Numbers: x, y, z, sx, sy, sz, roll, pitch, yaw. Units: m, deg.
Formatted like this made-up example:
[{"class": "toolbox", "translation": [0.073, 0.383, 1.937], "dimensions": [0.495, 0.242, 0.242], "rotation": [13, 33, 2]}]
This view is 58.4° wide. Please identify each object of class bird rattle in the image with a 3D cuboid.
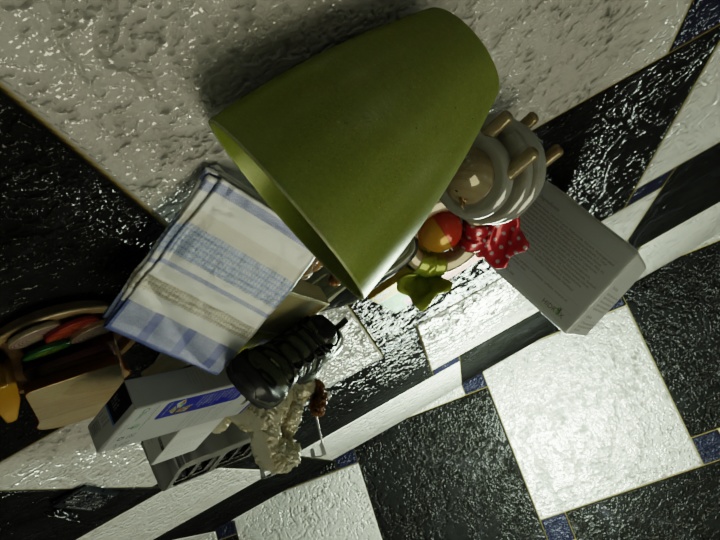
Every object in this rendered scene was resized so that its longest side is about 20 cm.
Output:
[{"class": "bird rattle", "translation": [0.128, -0.041, 0.910], "dimensions": [0.199, 0.113, 0.163], "rotation": [-27, 130, 15]}]

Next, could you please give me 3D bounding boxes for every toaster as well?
[{"class": "toaster", "translation": [-0.272, 0.284, 1.142], "dimensions": [0.180, 0.119, 0.200], "rotation": [-14, 155, -37]}]

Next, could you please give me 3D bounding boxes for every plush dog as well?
[{"class": "plush dog", "translation": [-0.146, 0.197, 1.045], "dimensions": [0.172, 0.199, 0.162], "rotation": [-40, 154, -60]}]

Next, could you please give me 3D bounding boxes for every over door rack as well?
[{"class": "over door rack", "translation": [-0.123, 0.275, 1.216], "dimensions": [0.066, 0.203, 0.147], "rotation": [-5, 179, 42]}]

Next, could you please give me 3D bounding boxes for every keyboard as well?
[{"class": "keyboard", "translation": [-0.577, 0.493, 1.344], "dimensions": [0.103, 0.040, 0.200], "rotation": [-27, 159, -10]}]

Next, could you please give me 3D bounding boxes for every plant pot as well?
[{"class": "plant pot", "translation": [0.012, -0.114, 0.532], "dimensions": [0.200, 0.187, 0.187], "rotation": [-43, 161, -7]}]

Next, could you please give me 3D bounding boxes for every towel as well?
[{"class": "towel", "translation": [-0.145, 0.008, 0.644], "dimensions": [0.146, 0.024, 0.200], "rotation": [31, 108, -31]}]

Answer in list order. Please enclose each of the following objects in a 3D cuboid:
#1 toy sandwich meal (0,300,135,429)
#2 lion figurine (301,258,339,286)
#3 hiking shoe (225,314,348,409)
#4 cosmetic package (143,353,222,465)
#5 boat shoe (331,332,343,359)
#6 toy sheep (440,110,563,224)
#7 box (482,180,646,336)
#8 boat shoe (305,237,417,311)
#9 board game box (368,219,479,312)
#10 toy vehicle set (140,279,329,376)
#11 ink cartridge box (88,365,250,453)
[{"class": "toy sandwich meal", "translation": [-0.329, 0.110, 0.718], "dimensions": [0.204, 0.071, 0.206], "rotation": [-26, 160, -10]}, {"class": "lion figurine", "translation": [-0.016, -0.051, 0.783], "dimensions": [0.199, 0.072, 0.123], "rotation": [-39, 150, -16]}, {"class": "hiking shoe", "translation": [-0.079, 0.090, 0.743], "dimensions": [0.101, 0.076, 0.200], "rotation": [-51, 170, 15]}, {"class": "cosmetic package", "translation": [-0.261, 0.189, 0.943], "dimensions": [0.081, 0.113, 0.200], "rotation": [-11, 152, -41]}, {"class": "boat shoe", "translation": [-0.088, 0.113, 1.044], "dimensions": [0.199, 0.074, 0.067], "rotation": [-4, 149, -49]}, {"class": "toy sheep", "translation": [0.156, -0.119, 0.751], "dimensions": [0.138, 0.139, 0.199], "rotation": [-42, 162, 33]}, {"class": "box", "translation": [0.354, -0.015, 1.109], "dimensions": [0.172, 0.200, 0.198], "rotation": [-50, 155, 14]}, {"class": "boat shoe", "translation": [0.000, 0.000, 0.897], "dimensions": [0.199, 0.072, 0.067], "rotation": [-31, 155, 28]}, {"class": "board game box", "translation": [0.111, -0.008, 1.074], "dimensions": [0.199, 0.041, 0.153], "rotation": [-34, 159, 11]}, {"class": "toy vehicle set", "translation": [-0.142, 0.079, 0.758], "dimensions": [0.199, 0.027, 0.124], "rotation": [-37, 159, 10]}, {"class": "ink cartridge box", "translation": [-0.197, 0.148, 0.740], "dimensions": [0.199, 0.039, 0.099], "rotation": [-2, 144, -52]}]
